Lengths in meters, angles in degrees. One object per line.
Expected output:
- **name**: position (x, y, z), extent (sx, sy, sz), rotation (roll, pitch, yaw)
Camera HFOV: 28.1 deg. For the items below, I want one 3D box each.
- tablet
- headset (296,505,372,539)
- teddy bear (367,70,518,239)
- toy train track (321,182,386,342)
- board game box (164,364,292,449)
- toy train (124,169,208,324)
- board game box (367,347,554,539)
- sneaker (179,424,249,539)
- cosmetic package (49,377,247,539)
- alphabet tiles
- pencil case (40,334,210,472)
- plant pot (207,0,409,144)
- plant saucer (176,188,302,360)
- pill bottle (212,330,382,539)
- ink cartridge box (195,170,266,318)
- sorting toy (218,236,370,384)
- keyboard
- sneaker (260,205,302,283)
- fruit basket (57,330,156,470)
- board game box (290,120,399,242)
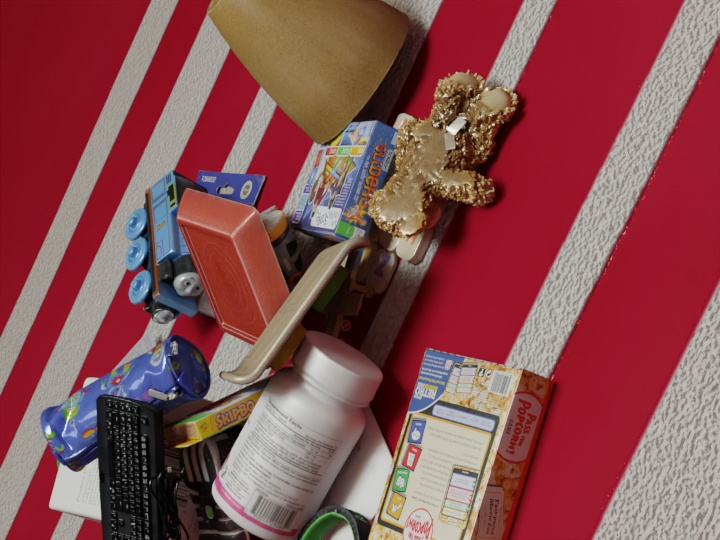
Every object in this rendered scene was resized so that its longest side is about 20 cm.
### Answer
- **tablet**: position (-0.022, 0.205, 1.548), extent (0.131, 0.014, 0.201), rotation (-54, 34, 21)
- **headset**: position (-0.052, 0.333, 1.440), extent (0.123, 0.093, 0.202), rotation (1, 73, 56)
- **teddy bear**: position (0.090, -0.119, 1.523), extent (0.143, 0.067, 0.202), rotation (12, 77, 29)
- **toy train track**: position (0.000, 0.000, 1.609), extent (0.114, 0.032, 0.202), rotation (1, 73, 65)
- **board game box**: position (-0.129, 0.147, 1.585), extent (0.095, 0.199, 0.030), rotation (-18, 98, 59)
- **toy train**: position (-0.247, -0.028, 1.878), extent (0.114, 0.086, 0.202), rotation (-37, 45, 29)
- **board game box**: position (0.092, 0.184, 1.363), extent (0.151, 0.046, 0.202), rotation (9, 79, 57)
- **sneaker**: position (-0.129, 0.269, 1.620), extent (0.075, 0.115, 0.203), rotation (-1, 105, 37)
- **cosmetic package**: position (-0.240, 0.231, 1.711), extent (0.199, 0.164, 0.167), rotation (-2, 69, 54)
- **alphabet tiles**: position (0.033, -0.079, 1.635), extent (0.200, 0.014, 0.197), rotation (32, 98, 58)
- **pencil case**: position (-0.256, 0.145, 1.566), extent (0.199, 0.078, 0.087), rotation (-30, 24, 16)
- **plant pot**: position (-0.074, -0.283, 1.697), extent (0.187, 0.199, 0.187), rotation (-47, 19, 22)
- **plant saucer**: position (-0.145, 0.011, 1.699), extent (0.036, 0.202, 0.199), rotation (-30, 23, -24)
- **pill bottle**: position (-0.064, 0.173, 1.511), extent (0.201, 0.113, 0.113), rotation (-60, 33, 11)
- **ink cartridge box**: position (-0.221, -0.045, 1.960), extent (0.199, 0.040, 0.202), rotation (8, 78, 57)
- **sorting toy**: position (-0.068, 0.048, 1.529), extent (0.200, 0.036, 0.185), rotation (-50, 6, -9)
- **keyboard**: position (-0.237, 0.233, 1.526), extent (0.040, 0.103, 0.203), rotation (-53, -34, -62)
- **sneaker**: position (-0.115, -0.028, 1.755), extent (0.078, 0.078, 0.200), rotation (-32, 10, -4)
- **fruit basket**: position (-0.324, 0.206, 1.945), extent (0.200, 0.094, 0.186), rotation (-42, 38, 10)
- **board game box**: position (-0.020, -0.102, 1.658), extent (0.137, 0.034, 0.200), rotation (-69, 17, -1)
